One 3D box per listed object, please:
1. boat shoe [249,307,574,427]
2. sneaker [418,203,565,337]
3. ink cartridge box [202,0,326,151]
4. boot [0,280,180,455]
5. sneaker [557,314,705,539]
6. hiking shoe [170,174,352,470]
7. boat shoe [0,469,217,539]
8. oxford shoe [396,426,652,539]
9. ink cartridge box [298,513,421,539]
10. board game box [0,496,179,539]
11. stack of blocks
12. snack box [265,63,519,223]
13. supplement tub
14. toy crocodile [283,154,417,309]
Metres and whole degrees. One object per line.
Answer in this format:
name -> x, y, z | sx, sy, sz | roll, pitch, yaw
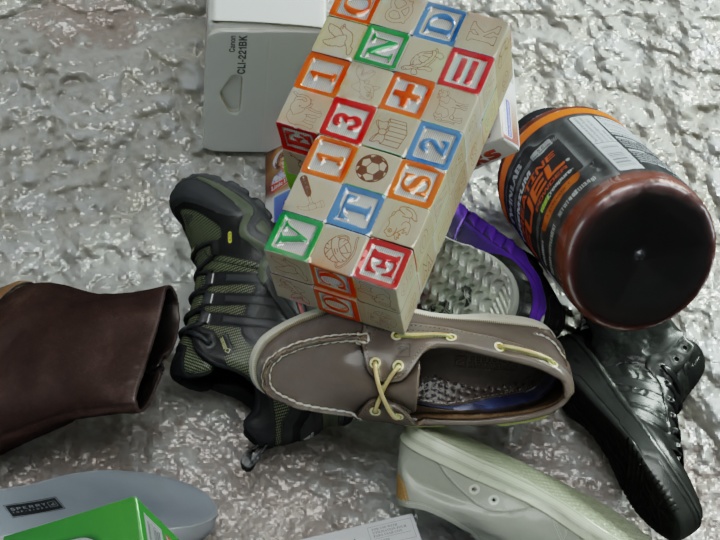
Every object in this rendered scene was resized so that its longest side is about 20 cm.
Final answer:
boat shoe -> 0.032, 0.063, 1.126 | 0.198, 0.072, 0.060 | 2, 20, -10
sneaker -> 0.069, -0.007, 1.257 | 0.099, 0.070, 0.200 | 14, 25, -41
ink cartridge box -> -0.069, -0.204, 1.317 | 0.083, 0.145, 0.201 | 3, 57, -4
boot -> -0.212, 0.082, 1.130 | 0.165, 0.073, 0.201 | -3, 45, 24
sneaker -> 0.193, 0.079, 1.212 | 0.104, 0.060, 0.200 | -23, 53, -18
hiking shoe -> -0.086, 0.027, 1.194 | 0.100, 0.076, 0.201 | -25, 69, -20
boat shoe -> -0.182, 0.171, 1.110 | 0.199, 0.067, 0.070 | -5, 30, -36
oxford shoe -> 0.108, 0.159, 1.156 | 0.199, 0.075, 0.058 | 25, 96, -4
ink cartridge box -> -0.050, 0.218, 1.107 | 0.198, 0.044, 0.094 | -12, 58, -14
board game box -> -0.186, 0.196, 1.008 | 0.199, 0.153, 0.041 | -18, 59, 7
stack of blocks -> 0.008, -0.073, 1.136 | 0.114, 0.059, 0.201 | 16, 64, 15
snack box -> 0.018, -0.080, 1.242 | 0.199, 0.024, 0.072 | -22, 56, 32
supplement tub -> 0.155, -0.045, 1.227 | 0.106, 0.108, 0.200 | -7, 24, -11
toy crocodile -> 0.000, 0.000, 1.205 | 0.061, 0.067, 0.201 | -25, 88, -17
